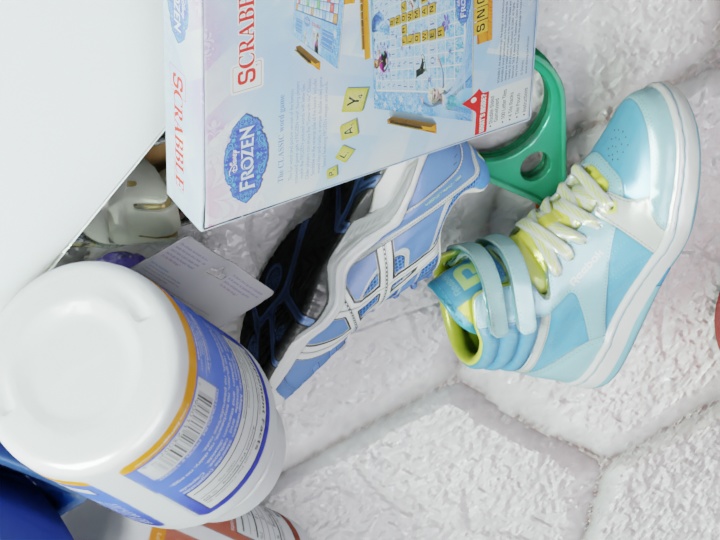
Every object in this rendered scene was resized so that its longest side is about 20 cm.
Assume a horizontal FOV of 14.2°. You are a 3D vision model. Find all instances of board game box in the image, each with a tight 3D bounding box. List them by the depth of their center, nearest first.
[{"bbox_3d":[-0.002,-0.137,1.408,0.199,0.041,0.201,-19,131,-26],"label":"board game box"}]

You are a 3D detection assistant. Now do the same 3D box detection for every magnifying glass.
[{"bbox_3d":[0.103,-0.057,1.684,0.079,0.022,0.200,-36,132,-1],"label":"magnifying glass"}]

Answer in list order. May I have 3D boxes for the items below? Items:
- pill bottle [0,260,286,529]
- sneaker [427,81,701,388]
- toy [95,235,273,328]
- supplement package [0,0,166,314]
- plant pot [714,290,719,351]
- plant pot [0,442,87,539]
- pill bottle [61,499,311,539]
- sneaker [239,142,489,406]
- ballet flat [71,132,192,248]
[{"bbox_3d":[-0.109,0.073,1.510,0.112,0.112,0.200,-41,157,4],"label":"pill bottle"},{"bbox_3d":[0.111,-0.018,1.653,0.130,0.080,0.201,2,120,-29],"label":"sneaker"},{"bbox_3d":[-0.160,0.030,1.573,0.199,0.047,0.115,-32,156,11],"label":"toy"},{"bbox_3d":[-0.193,-0.097,1.440,0.155,0.111,0.200,32,103,-40],"label":"supplement package"},{"bbox_3d":[0.321,0.058,1.777,0.199,0.177,0.201,-14,127,-19],"label":"plant pot"},{"bbox_3d":[-0.258,0.175,1.523,0.199,0.181,0.200,24,141,-37],"label":"plant pot"},{"bbox_3d":[-0.095,0.181,1.685,0.200,0.112,0.112,29,106,-39],"label":"pill bottle"},{"bbox_3d":[0.000,0.000,1.630,0.077,0.076,0.200,24,111,-29],"label":"sneaker"},{"bbox_3d":[-0.095,-0.051,1.552,0.199,0.072,0.072,-19,129,-15],"label":"ballet flat"}]
